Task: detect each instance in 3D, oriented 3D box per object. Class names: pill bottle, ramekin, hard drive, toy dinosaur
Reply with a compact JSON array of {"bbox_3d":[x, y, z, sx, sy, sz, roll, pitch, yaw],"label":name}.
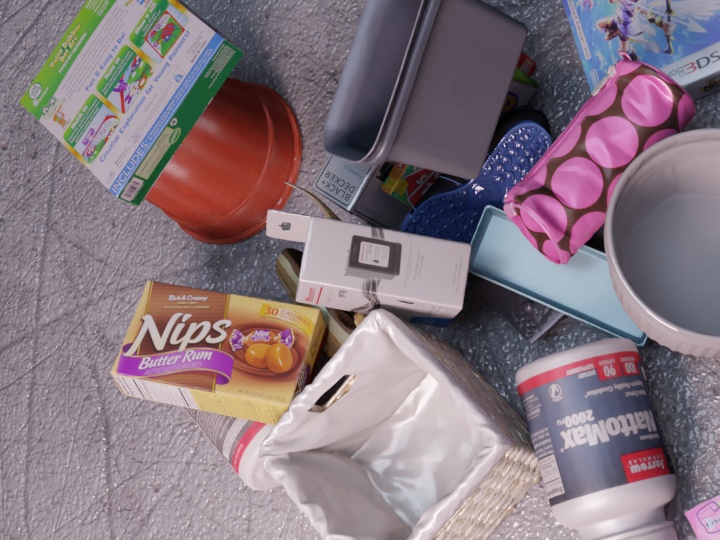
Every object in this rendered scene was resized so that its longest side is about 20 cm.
[{"bbox_3d":[0.224,0.174,1.224,0.119,0.119,0.202,-21,74,23],"label":"pill bottle"},{"bbox_3d":[0.317,-0.016,1.199,0.198,0.105,0.202,-2,71,5],"label":"ramekin"},{"bbox_3d":[0.203,-0.037,1.336,0.200,0.042,0.135,-50,59,11],"label":"hard drive"},{"bbox_3d":[-0.135,0.133,1.447,0.111,0.111,0.200,-50,60,9],"label":"pill bottle"},{"bbox_3d":[-0.005,-0.017,1.415,0.058,0.101,0.201,-32,64,19],"label":"toy dinosaur"}]

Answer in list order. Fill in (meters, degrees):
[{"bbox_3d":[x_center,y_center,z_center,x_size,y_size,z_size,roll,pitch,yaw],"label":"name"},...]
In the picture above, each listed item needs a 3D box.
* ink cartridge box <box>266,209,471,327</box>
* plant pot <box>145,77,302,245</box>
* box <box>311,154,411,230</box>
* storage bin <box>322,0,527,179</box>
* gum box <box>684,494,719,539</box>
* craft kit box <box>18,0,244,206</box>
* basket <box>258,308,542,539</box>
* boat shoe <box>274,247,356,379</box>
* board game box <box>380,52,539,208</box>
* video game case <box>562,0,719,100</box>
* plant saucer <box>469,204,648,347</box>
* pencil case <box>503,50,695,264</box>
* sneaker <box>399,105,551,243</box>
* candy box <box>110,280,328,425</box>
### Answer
[{"bbox_3d":[0.000,0.000,1.304,0.198,0.116,0.067,10,78,-2],"label":"ink cartridge box"},{"bbox_3d":[-0.201,-0.149,1.505,0.199,0.195,0.203,-8,74,28],"label":"plant pot"},{"bbox_3d":[0.043,-0.145,1.412,0.060,0.116,0.201,32,95,31],"label":"box"},{"bbox_3d":[0.064,-0.185,1.290,0.145,0.133,0.202,27,98,63],"label":"storage bin"},{"bbox_3d":[0.399,0.220,1.146,0.199,0.066,0.114,-31,66,19],"label":"gum box"},{"bbox_3d":[-0.246,-0.204,1.406,0.197,0.048,0.201,41,99,28],"label":"craft kit box"},{"bbox_3d":[0.047,0.180,1.303,0.199,0.161,0.200,-50,60,10],"label":"basket"},{"bbox_3d":[-0.038,0.062,1.438,0.200,0.071,0.076,49,115,29],"label":"boat shoe"},{"bbox_3d":[0.109,-0.149,1.386,0.030,0.095,0.201,34,95,51],"label":"board game box"},{"bbox_3d":[0.302,-0.264,1.335,0.180,0.045,0.202,-23,67,22],"label":"video game case"},{"bbox_3d":[0.198,0.004,1.294,0.199,0.019,0.070,24,95,21],"label":"plant saucer"},{"bbox_3d":[0.220,-0.106,1.256,0.200,0.094,0.091,-51,17,-3],"label":"pencil case"},{"bbox_3d":[0.118,-0.089,1.363,0.200,0.078,0.070,-41,105,21],"label":"sneaker"},{"bbox_3d":[-0.145,0.085,1.380,0.198,0.057,0.117,10,60,14],"label":"candy box"}]
